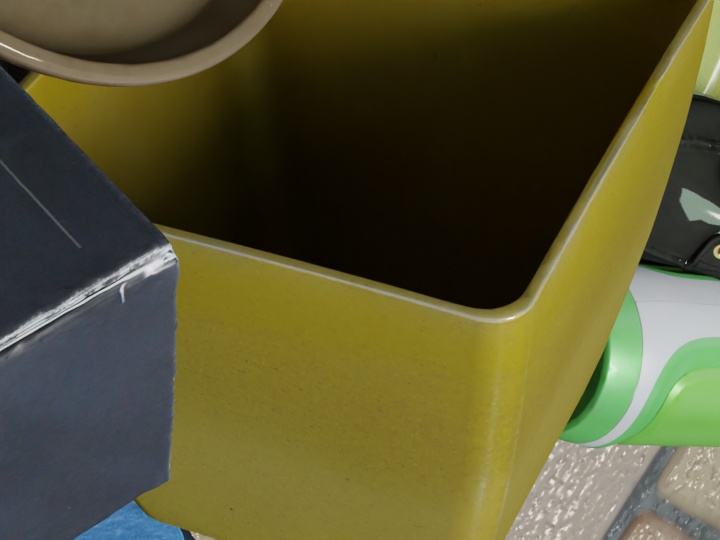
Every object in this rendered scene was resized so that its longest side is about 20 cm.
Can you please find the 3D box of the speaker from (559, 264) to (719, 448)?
[{"bbox_3d":[0.163,0.040,1.027,0.200,0.088,0.089,4,107,-35],"label":"speaker"}]

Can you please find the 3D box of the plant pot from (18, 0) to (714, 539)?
[{"bbox_3d":[0.000,0.000,0.809,0.200,0.200,0.177,-56,152,-43],"label":"plant pot"}]

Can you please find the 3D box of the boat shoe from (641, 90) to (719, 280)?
[{"bbox_3d":[0.167,-0.030,0.979,0.201,0.063,0.074,8,107,-35],"label":"boat shoe"}]

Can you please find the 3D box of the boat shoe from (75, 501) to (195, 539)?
[{"bbox_3d":[-0.099,0.127,0.902,0.084,0.069,0.200,-32,125,-8],"label":"boat shoe"}]

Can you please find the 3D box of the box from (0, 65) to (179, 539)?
[{"bbox_3d":[-0.187,0.012,0.638,0.196,0.200,0.124,-32,152,-25],"label":"box"}]

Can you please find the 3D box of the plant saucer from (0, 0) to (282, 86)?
[{"bbox_3d":[-0.102,-0.153,0.748,0.200,0.029,0.201,14,66,-35],"label":"plant saucer"}]

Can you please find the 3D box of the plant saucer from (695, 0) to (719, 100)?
[{"bbox_3d":[0.104,-0.109,0.960,0.200,0.031,0.200,-14,117,-30],"label":"plant saucer"}]
